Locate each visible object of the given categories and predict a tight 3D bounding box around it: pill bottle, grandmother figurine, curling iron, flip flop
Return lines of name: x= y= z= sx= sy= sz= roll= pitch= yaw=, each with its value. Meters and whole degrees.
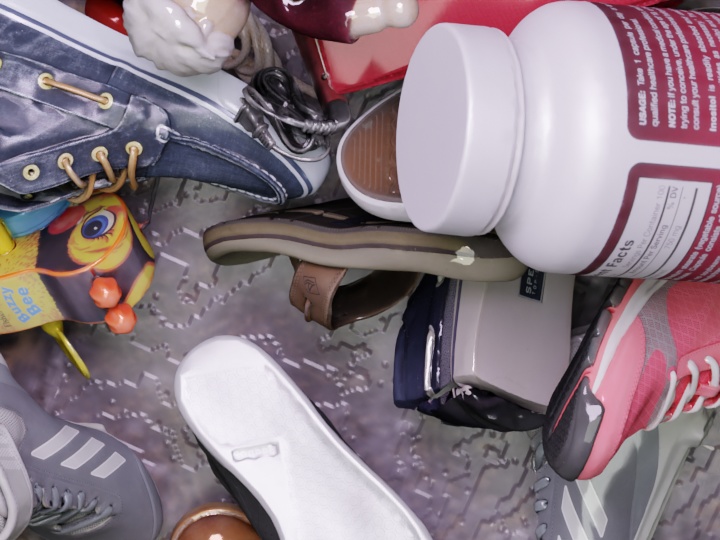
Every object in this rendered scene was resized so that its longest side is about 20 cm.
pill bottle: x=0.122 y=-0.053 z=1.228 sx=0.199 sy=0.113 sz=0.114 roll=4 pitch=102 yaw=-19
grandmother figurine: x=-0.016 y=-0.146 z=1.224 sx=0.200 sy=0.061 sz=0.122 roll=-35 pitch=67 yaw=16
curling iron: x=-0.040 y=-0.132 z=1.347 sx=0.049 sy=0.201 sz=0.026 roll=3 pitch=142 yaw=-17
flip flop: x=0.000 y=0.000 z=1.360 sx=0.199 sy=0.081 sz=0.058 roll=6 pitch=104 yaw=46

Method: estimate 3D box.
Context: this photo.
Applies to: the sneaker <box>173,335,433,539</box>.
sneaker: x=-0.013 y=0.121 z=1.413 sx=0.071 sy=0.099 sz=0.200 roll=-36 pitch=80 yaw=-1

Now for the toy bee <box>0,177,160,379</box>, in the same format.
toy bee: x=-0.145 y=-0.009 z=1.393 sx=0.200 sy=0.109 sz=0.131 roll=-40 pitch=124 yaw=21

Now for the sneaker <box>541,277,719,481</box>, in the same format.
sneaker: x=0.151 y=0.031 z=1.340 sx=0.087 sy=0.200 sz=0.074 roll=30 pitch=135 yaw=6

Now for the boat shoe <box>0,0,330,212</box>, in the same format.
boat shoe: x=-0.119 y=-0.057 z=1.343 sx=0.199 sy=0.071 sz=0.091 roll=25 pitch=70 yaw=3

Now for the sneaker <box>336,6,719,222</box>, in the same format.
sneaker: x=0.087 y=-0.052 z=1.331 sx=0.199 sy=0.085 sz=0.073 roll=-14 pitch=63 yaw=-8

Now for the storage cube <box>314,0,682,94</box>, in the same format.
storage cube: x=0.056 y=-0.196 z=1.319 sx=0.179 sy=0.171 sz=0.201 roll=-16 pitch=99 yaw=9

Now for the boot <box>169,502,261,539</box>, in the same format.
boot: x=-0.051 y=0.220 z=1.413 sx=0.073 sy=0.155 sz=0.201 roll=-16 pitch=99 yaw=8

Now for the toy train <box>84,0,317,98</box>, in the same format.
toy train: x=-0.105 y=-0.142 z=1.356 sx=0.200 sy=0.116 sz=0.085 roll=38 pitch=102 yaw=11

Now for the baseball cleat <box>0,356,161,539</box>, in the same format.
baseball cleat: x=-0.159 y=0.102 z=1.376 sx=0.069 sy=0.107 sz=0.200 roll=-27 pitch=135 yaw=21

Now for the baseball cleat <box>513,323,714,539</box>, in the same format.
baseball cleat: x=0.102 y=0.106 z=1.431 sx=0.106 sy=0.070 sz=0.201 roll=27 pitch=95 yaw=11

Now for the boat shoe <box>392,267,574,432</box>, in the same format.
boat shoe: x=0.063 y=-0.019 z=1.402 sx=0.074 sy=0.093 sz=0.201 roll=23 pitch=71 yaw=-24
